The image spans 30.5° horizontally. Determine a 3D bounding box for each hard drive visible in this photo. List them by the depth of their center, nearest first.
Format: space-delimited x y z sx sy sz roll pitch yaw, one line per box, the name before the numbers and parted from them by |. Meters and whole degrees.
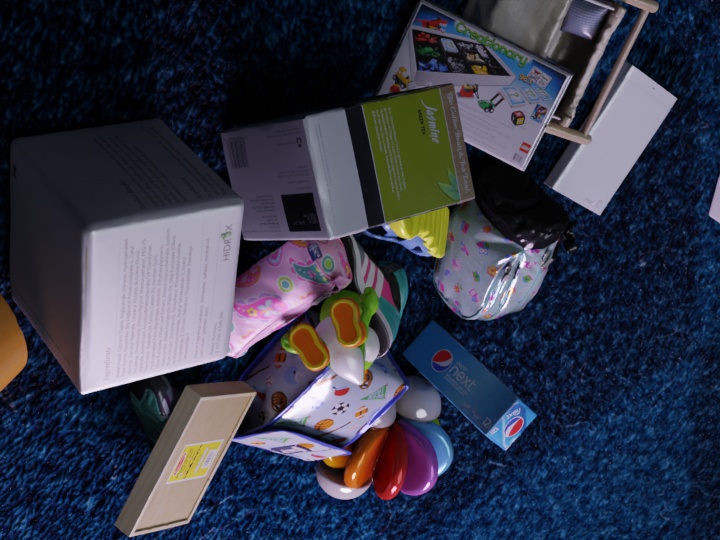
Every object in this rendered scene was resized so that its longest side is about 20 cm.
hard drive | 0.356 -0.185 1.872 0.132 0.026 0.200 22 104 -46

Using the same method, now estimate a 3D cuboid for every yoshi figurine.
yoshi figurine | -0.027 0.065 1.551 0.200 0.112 0.112 30 78 -78

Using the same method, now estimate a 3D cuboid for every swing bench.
swing bench | 0.221 -0.279 1.614 0.200 0.130 0.199 5 118 -41

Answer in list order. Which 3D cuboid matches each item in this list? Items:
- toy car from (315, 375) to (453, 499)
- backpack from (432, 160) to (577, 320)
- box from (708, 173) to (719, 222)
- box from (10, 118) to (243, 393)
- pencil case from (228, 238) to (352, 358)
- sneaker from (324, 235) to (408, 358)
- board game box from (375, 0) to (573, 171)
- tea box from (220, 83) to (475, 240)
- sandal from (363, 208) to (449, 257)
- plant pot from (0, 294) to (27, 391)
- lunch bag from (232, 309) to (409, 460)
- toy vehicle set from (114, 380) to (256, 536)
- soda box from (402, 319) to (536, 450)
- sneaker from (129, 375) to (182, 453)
toy car | 0.045 0.252 1.848 0.200 0.150 0.175 -3 121 -38
backpack | 0.182 -0.028 1.765 0.126 0.167 0.200 -8 137 -28
box | 0.697 -0.130 2.064 0.200 0.199 0.172 -16 130 -30
box | -0.246 -0.020 1.357 0.171 0.199 0.200 -12 127 -32
pencil case | -0.100 0.028 1.556 0.200 0.088 0.087 -33 144 27
sneaker | 0.000 0.000 1.679 0.083 0.121 0.200 -17 105 24
board game box | 0.133 -0.219 1.551 0.126 0.200 0.035 -64 173 18
tea box | -0.016 -0.118 1.461 0.196 0.200 0.134 -16 100 -31
sandal | 0.055 -0.064 1.682 0.200 0.087 0.080 29 66 -63
plant pot | -0.443 0.093 1.314 0.183 0.200 0.201 -36 139 -37
lunch bag | -0.065 0.168 1.722 0.200 0.124 0.170 -45 140 19
toy vehicle set | -0.212 0.228 1.614 0.200 0.026 0.124 -62 155 11
soda box | 0.149 0.157 1.824 0.068 0.200 0.064 -48 138 1
sneaker | -0.226 0.172 1.635 0.087 0.074 0.200 -37 149 -26
